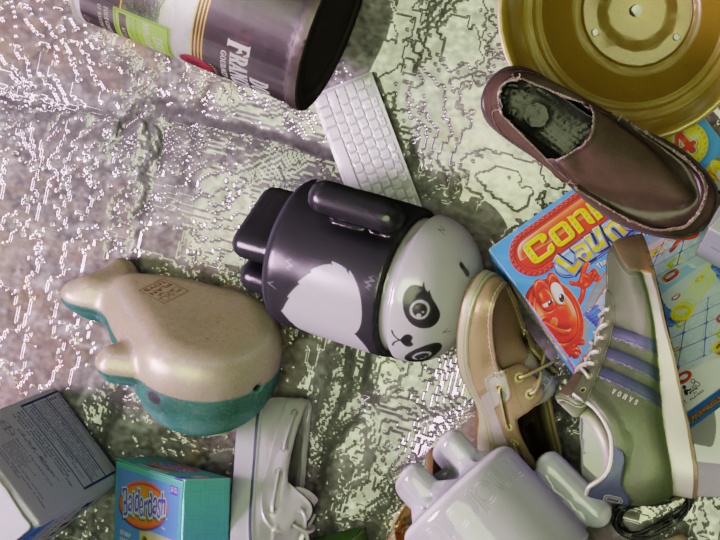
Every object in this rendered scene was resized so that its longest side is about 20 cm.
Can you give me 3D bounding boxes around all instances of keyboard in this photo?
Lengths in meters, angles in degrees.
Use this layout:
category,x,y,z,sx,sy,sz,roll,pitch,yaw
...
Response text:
category,x,y,z,sx,sy,sz,roll,pitch,yaw
keyboard,0.019,-0.059,1.771,0.056,0.011,0.201,-20,92,14

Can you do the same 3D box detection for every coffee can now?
category,x,y,z,sx,sy,sz,roll,pitch,yaw
coffee can,-0.110,-0.230,1.710,0.199,0.146,0.147,23,101,10

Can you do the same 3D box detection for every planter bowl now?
category,x,y,z,sx,sy,sz,roll,pitch,yaw
planter bowl,0.210,-0.201,1.673,0.199,0.083,0.202,1,97,13

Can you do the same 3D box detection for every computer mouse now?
category,x,y,z,sx,sy,sz,roll,pitch,yaw
computer mouse,0.172,0.195,1.761,0.199,0.034,0.059,-5,104,6

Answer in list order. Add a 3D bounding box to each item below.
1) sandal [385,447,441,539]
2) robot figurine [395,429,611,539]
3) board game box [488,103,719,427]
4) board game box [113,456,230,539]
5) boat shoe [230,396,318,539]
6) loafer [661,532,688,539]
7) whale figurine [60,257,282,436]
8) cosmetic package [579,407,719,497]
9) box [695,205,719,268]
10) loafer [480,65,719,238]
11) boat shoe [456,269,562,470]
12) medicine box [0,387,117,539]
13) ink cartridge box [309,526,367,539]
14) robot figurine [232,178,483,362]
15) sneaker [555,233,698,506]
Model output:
category,x,y,z,sx,sy,sz,roll,pitch,yaw
sandal,0.042,0.252,1.771,0.069,0.078,0.213,-6,102,14
robot figurine,0.113,0.217,1.661,0.169,0.113,0.200,-42,82,-8
board game box,0.234,0.009,1.654,0.200,0.056,0.196,-36,69,-1
board game box,-0.158,0.260,1.773,0.045,0.152,0.201,1,92,-27
boat shoe,-0.067,0.192,1.754,0.065,0.074,0.201,-5,66,10
loafer,0.175,0.255,1.751,0.199,0.072,0.063,-8,79,8
whale figurine,-0.156,0.063,1.768,0.199,0.159,0.104,28,129,31
cosmetic package,0.273,0.121,1.699,0.199,0.090,0.108,4,97,15
box,0.360,-0.053,1.614,0.155,0.041,0.200,29,58,7
loafer,0.174,-0.085,1.612,0.199,0.071,0.073,28,96,8
boat shoe,0.124,0.086,1.700,0.066,0.074,0.201,12,134,29
medicine box,-0.320,0.203,1.782,0.182,0.200,0.103,-40,85,14
ink cartridge box,-0.079,0.293,1.810,0.199,0.059,0.104,-16,93,14
robot figurine,-0.001,0.000,1.715,0.199,0.150,0.126,17,92,21
sneaker,0.184,0.075,1.576,0.089,0.067,0.201,-11,74,3
